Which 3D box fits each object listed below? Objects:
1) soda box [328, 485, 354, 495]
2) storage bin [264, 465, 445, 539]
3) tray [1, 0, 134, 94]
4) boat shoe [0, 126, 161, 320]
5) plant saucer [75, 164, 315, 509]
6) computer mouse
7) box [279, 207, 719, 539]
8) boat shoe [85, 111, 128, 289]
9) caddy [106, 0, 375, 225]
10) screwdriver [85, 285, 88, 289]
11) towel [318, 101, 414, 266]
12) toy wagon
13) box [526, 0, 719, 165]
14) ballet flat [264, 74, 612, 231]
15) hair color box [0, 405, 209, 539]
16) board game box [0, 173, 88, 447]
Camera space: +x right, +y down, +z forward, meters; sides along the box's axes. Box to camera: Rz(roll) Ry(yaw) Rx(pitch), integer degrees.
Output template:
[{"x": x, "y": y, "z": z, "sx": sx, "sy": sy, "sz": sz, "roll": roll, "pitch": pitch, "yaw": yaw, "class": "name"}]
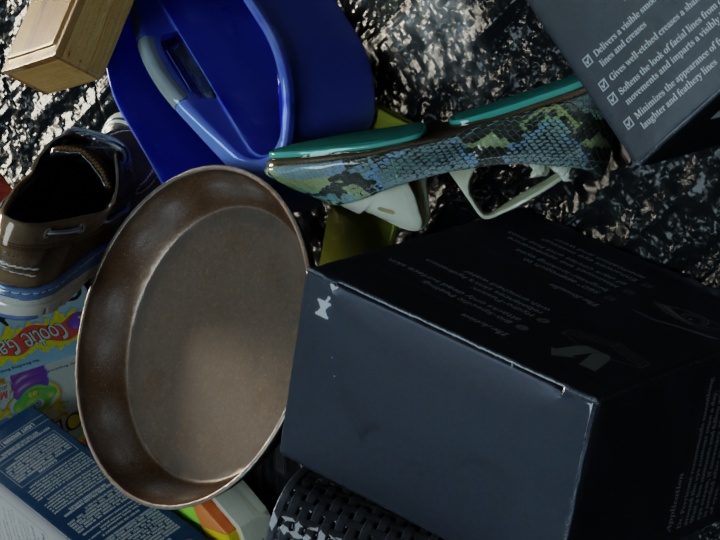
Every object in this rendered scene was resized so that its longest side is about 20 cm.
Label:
[{"x": -0.037, "y": 0.162, "z": 1.684, "sx": 0.064, "sy": 0.068, "sz": 0.200, "roll": -23, "pitch": 84, "yaw": 41, "class": "soda box"}, {"x": 0.016, "y": 0.165, "z": 1.542, "sx": 0.094, "sy": 0.200, "sz": 0.135, "roll": 20, "pitch": 114, "yaw": 15, "class": "storage bin"}, {"x": -0.152, "y": -0.208, "z": 1.629, "sx": 0.099, "sy": 0.037, "sz": 0.200, "roll": -5, "pitch": 62, "yaw": 64, "class": "tray"}, {"x": -0.166, "y": -0.045, "z": 1.626, "sx": 0.072, "sy": 0.200, "sz": 0.073, "roll": 21, "pitch": 124, "yaw": 9, "class": "boat shoe"}, {"x": -0.088, "y": 0.040, "z": 1.543, "sx": 0.200, "sy": 0.034, "sz": 0.201, "roll": -16, "pitch": 67, "yaw": 42, "class": "plant saucer"}, {"x": -0.079, "y": 0.064, "z": 1.620, "sx": 0.200, "sy": 0.046, "sz": 0.141, "roll": 21, "pitch": 124, "yaw": 47, "class": "computer mouse"}, {"x": 0.096, "y": 0.065, "z": 1.464, "sx": 0.196, "sy": 0.200, "sz": 0.118, "roll": 25, "pitch": 115, "yaw": 34, "class": "box"}, {"x": -0.143, "y": -0.004, "z": 1.738, "sx": 0.071, "sy": 0.064, "sz": 0.201, "roll": -7, "pitch": 96, "yaw": 41, "class": "boat shoe"}, {"x": -0.084, "y": -0.120, "z": 1.615, "sx": 0.200, "sy": 0.105, "sz": 0.141, "roll": 58, "pitch": 133, "yaw": 29, "class": "caddy"}, {"x": -0.168, "y": 0.051, "z": 1.801, "sx": 0.200, "sy": 0.029, "sz": 0.028, "roll": 53, "pitch": 127, "yaw": 14, "class": "screwdriver"}, {"x": 0.000, "y": 0.000, "z": 1.616, "sx": 0.086, "sy": 0.018, "sz": 0.200, "roll": 32, "pitch": 116, "yaw": 60, "class": "towel"}, {"x": -0.109, "y": 0.160, "z": 1.649, "sx": 0.200, "sy": 0.040, "sz": 0.155, "roll": 11, "pitch": 127, "yaw": 53, "class": "toy wagon"}, {"x": 0.166, "y": -0.182, "z": 1.410, "sx": 0.148, "sy": 0.107, "sz": 0.200, "roll": -42, "pitch": 73, "yaw": 38, "class": "box"}, {"x": 0.047, "y": -0.057, "z": 1.515, "sx": 0.200, "sy": 0.074, "sz": 0.074, "roll": -13, "pitch": 92, "yaw": 8, "class": "ballet flat"}, {"x": -0.155, "y": 0.175, "z": 1.631, "sx": 0.200, "sy": 0.060, "sz": 0.100, "roll": 33, "pitch": 145, "yaw": 38, "class": "hair color box"}, {"x": -0.245, "y": 0.036, "z": 1.760, "sx": 0.200, "sy": 0.105, "sz": 0.103, "roll": 49, "pitch": 145, "yaw": 38, "class": "board game box"}]
